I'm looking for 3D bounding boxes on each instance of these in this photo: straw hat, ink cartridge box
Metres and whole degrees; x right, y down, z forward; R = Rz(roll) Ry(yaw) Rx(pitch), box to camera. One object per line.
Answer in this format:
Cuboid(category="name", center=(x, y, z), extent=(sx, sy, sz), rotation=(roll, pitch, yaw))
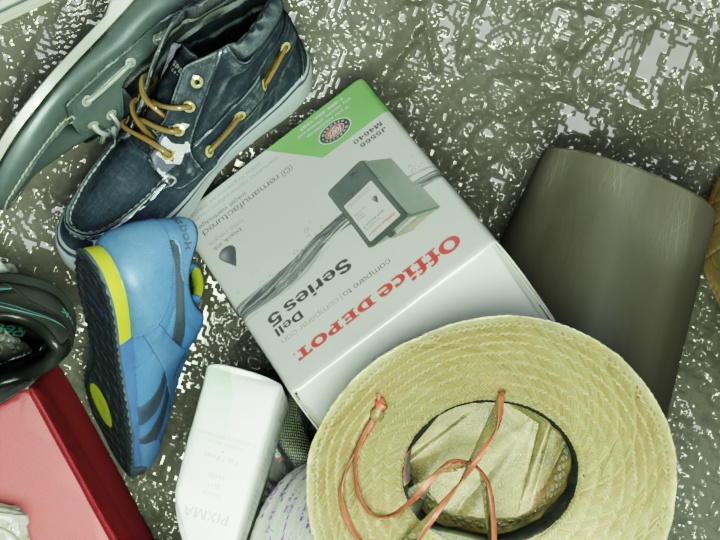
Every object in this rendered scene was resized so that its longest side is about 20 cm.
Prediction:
Cuboid(category="straw hat", center=(0.069, 0.106, 1.409), extent=(0.200, 0.085, 0.202), rotation=(0, 102, -1))
Cuboid(category="ink cartridge box", center=(-0.088, 0.158, 1.456), extent=(0.050, 0.161, 0.201), rotation=(17, 83, 2))
Cuboid(category="ink cartridge box", center=(0.000, 0.000, 1.496), extent=(0.145, 0.200, 0.084), rotation=(-37, 130, 0))

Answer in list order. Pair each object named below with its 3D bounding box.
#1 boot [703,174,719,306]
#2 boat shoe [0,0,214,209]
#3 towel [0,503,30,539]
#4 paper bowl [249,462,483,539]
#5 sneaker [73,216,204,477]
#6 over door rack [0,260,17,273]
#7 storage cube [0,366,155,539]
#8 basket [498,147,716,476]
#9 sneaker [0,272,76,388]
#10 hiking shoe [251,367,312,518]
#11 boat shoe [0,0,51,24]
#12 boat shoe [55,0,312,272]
Cuboid(category="boot", center=(0.283, 0.031, 1.573), extent=(0.073, 0.200, 0.155), rotation=(-27, 136, 28))
Cuboid(category="boat shoe", center=(-0.156, -0.108, 1.549), extent=(0.062, 0.073, 0.200), rotation=(39, 85, -4))
Cuboid(category="towel", center=(-0.259, 0.216, 1.417), extent=(0.132, 0.034, 0.201), rotation=(13, 94, 0))
Cuboid(category="paper bowl", center=(0.025, 0.204, 1.485), extent=(0.104, 0.201, 0.201), rotation=(-11, 96, 30))
Cuboid(category="sneaker", center=(-0.122, 0.047, 1.526), extent=(0.078, 0.200, 0.066), rotation=(-24, 52, -23))
Cuboid(category="over door rack", center=(-0.320, -0.030, 1.555), extent=(0.148, 0.067, 0.200), rotation=(-38, 82, -1))
Cuboid(category="storage cube", center=(-0.218, 0.177, 1.518), extent=(0.200, 0.171, 0.180), rotation=(-29, 94, 0))
Cuboid(category="basket", center=(0.129, 0.039, 1.537), extent=(0.136, 0.180, 0.201), rotation=(24, 84, -33))
Cuboid(category="sneaker", center=(-0.261, 0.034, 1.475), extent=(0.199, 0.079, 0.076), rotation=(-3, 108, -12))
Cuboid(category="hiking shoe", center=(-0.040, 0.156, 1.571), extent=(0.100, 0.076, 0.201), rotation=(-5, 94, 1))
Cuboid(category="boat shoe", center=(-0.170, -0.206, 1.541), extent=(0.200, 0.075, 0.062), rotation=(-25, 101, 4))
Cuboid(category="boat shoe", center=(-0.115, -0.090, 1.519), extent=(0.071, 0.091, 0.200), rotation=(35, 72, 30))
